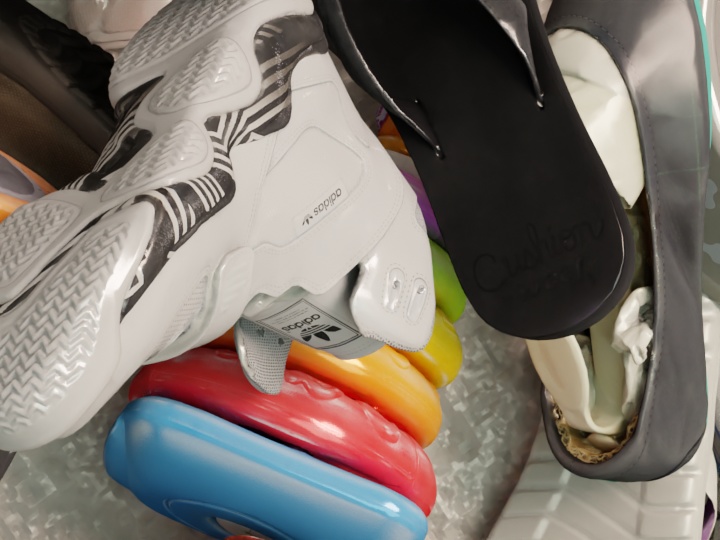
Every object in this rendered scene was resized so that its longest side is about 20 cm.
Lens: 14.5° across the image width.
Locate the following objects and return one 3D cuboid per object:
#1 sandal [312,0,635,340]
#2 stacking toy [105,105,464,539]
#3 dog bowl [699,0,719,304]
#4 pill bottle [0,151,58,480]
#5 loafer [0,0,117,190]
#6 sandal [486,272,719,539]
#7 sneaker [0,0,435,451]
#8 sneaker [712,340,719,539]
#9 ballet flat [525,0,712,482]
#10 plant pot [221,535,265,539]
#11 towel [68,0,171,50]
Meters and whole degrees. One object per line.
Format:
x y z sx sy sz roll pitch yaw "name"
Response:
0.027 -0.072 0.911 0.076 0.043 0.200 -35 74 13 "sandal"
0.000 0.000 0.965 0.110 0.116 0.200 23 75 3 "stacking toy"
0.183 -0.076 1.009 0.200 0.059 0.200 2 84 -22 "dog bowl"
-0.162 0.051 0.861 0.106 0.106 0.200 26 101 -19 "pill bottle"
-0.125 -0.054 0.920 0.200 0.073 0.071 40 104 8 "loafer"
0.095 0.087 1.032 0.082 0.050 0.203 17 90 25 "sandal"
-0.039 0.004 0.824 0.115 0.075 0.200 53 39 -24 "sneaker"
0.165 0.086 1.038 0.075 0.087 0.200 -8 99 -15 "sneaker"
0.081 -0.020 0.950 0.073 0.073 0.200 -9 105 -16 "ballet flat"
-0.037 0.204 0.916 0.200 0.200 0.176 28 56 -18 "plant pot"
-0.019 -0.187 0.967 0.191 0.032 0.200 -10 101 -17 "towel"
